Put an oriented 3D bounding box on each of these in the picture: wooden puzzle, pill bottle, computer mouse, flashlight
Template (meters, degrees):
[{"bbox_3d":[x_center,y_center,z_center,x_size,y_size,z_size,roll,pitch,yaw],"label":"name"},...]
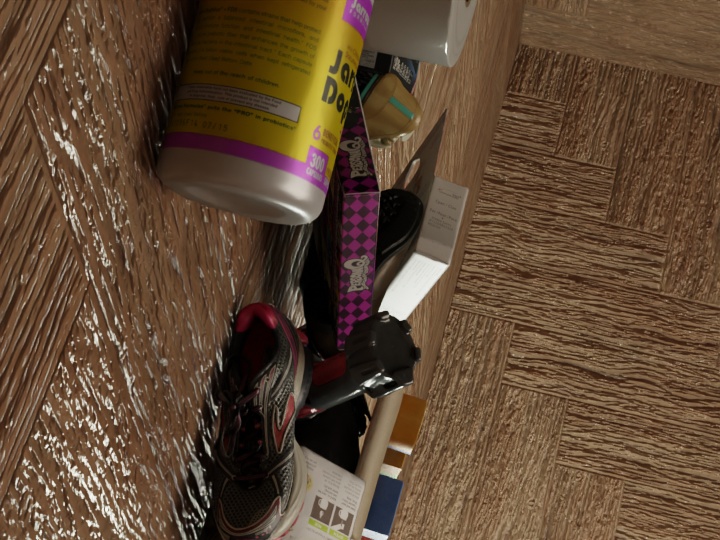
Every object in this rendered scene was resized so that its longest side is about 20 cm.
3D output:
[{"bbox_3d":[0.020,0.194,1.377,0.200,0.046,0.186,98,9,-65],"label":"wooden puzzle"},{"bbox_3d":[-0.051,-0.136,0.876,0.104,0.103,0.202,57,46,-79],"label":"pill bottle"},{"bbox_3d":[-0.025,0.147,1.379,0.200,0.052,0.139,-64,140,-54],"label":"computer mouse"},{"bbox_3d":[-0.023,0.081,1.237,0.200,0.067,0.068,-32,-147,55],"label":"flashlight"}]

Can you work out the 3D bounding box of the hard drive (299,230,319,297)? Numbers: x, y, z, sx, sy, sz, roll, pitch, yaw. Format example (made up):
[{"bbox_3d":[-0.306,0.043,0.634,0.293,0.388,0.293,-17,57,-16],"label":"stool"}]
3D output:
[{"bbox_3d":[-0.021,-0.015,1.509,0.200,0.042,0.136,57,46,-78],"label":"hard drive"}]

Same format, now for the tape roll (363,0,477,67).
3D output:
[{"bbox_3d":[0.024,-0.265,1.085,0.203,0.138,0.205,13,90,-82],"label":"tape roll"}]

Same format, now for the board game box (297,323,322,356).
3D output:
[{"bbox_3d":[-0.037,0.155,1.456,0.103,0.019,0.202,-29,109,-75],"label":"board game box"}]

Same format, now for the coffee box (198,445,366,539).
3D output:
[{"bbox_3d":[-0.081,0.255,1.191,0.113,0.080,0.201,-16,-130,49],"label":"coffee box"}]

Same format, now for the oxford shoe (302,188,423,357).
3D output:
[{"bbox_3d":[0.000,0.000,1.394,0.200,0.072,0.085,-55,158,-34],"label":"oxford shoe"}]

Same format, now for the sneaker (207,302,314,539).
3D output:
[{"bbox_3d":[-0.087,0.123,1.153,0.075,0.080,0.202,58,29,-56],"label":"sneaker"}]

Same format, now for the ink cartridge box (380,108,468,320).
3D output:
[{"bbox_3d":[0.060,-0.045,1.534,0.200,0.044,0.177,126,-18,-59],"label":"ink cartridge box"}]

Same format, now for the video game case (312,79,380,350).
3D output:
[{"bbox_3d":[-0.016,-0.063,1.262,0.201,0.035,0.182,93,-11,-49],"label":"video game case"}]

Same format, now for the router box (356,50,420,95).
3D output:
[{"bbox_3d":[0.027,-0.254,1.401,0.200,0.062,0.151,-6,107,-82],"label":"router box"}]

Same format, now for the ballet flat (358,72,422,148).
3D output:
[{"bbox_3d":[0.016,-0.138,1.346,0.069,0.063,0.200,-57,-173,-1],"label":"ballet flat"}]
